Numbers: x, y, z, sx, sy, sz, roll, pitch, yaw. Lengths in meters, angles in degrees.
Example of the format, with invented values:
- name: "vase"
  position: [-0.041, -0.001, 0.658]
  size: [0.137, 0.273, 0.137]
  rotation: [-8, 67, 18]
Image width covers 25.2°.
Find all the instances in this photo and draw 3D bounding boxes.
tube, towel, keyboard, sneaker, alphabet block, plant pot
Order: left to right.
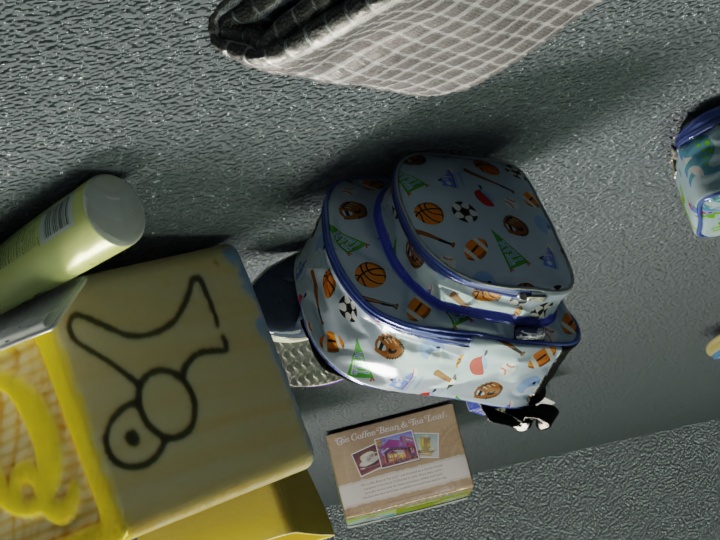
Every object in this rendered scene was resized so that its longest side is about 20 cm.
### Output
- name: "keyboard"
  position: [-0.270, 0.050, 1.115]
  size: [0.199, 0.011, 0.056]
  rotation: [-20, -158, 32]
- name: "tube"
  position: [-0.225, -0.005, 1.095]
  size: [0.200, 0.052, 0.058]
  rotation: [-26, 166, 37]
- name: "alphabet block"
  position: [-0.190, 0.110, 1.236]
  size: [0.196, 0.196, 0.200]
  rotation: [-29, 170, 42]
- name: "plant pot"
  position: [-0.168, 0.266, 1.985]
  size: [0.199, 0.177, 0.200]
  rotation: [-18, 166, 10]
- name: "sneaker"
  position: [0.000, 0.000, 1.322]
  size: [0.199, 0.075, 0.085]
  rotation: [-20, 171, -22]
- name: "sneaker"
  position: [0.001, 0.076, 1.627]
  size: [0.199, 0.070, 0.100]
  rotation: [-15, 169, 3]
- name: "towel"
  position: [0.046, -0.148, 0.738]
  size: [0.199, 0.086, 0.165]
  rotation: [-24, 164, 35]

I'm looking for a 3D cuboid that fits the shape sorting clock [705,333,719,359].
- name: "shape sorting clock"
  position: [0.605, 0.086, 2.372]
  size: [0.199, 0.039, 0.200]
  rotation: [-13, 165, -3]

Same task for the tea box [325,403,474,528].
- name: "tea box"
  position: [0.058, 0.301, 2.457]
  size: [0.199, 0.134, 0.197]
  rotation: [-14, 166, -2]

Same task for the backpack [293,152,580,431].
- name: "backpack"
  position: [0.052, 0.008, 1.176]
  size: [0.190, 0.200, 0.155]
  rotation: [-1, 132, -22]

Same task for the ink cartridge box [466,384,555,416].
- name: "ink cartridge box"
  position: [0.215, 0.177, 2.315]
  size: [0.094, 0.044, 0.200]
  rotation: [-19, 165, 12]

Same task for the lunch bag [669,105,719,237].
- name: "lunch bag"
  position: [0.350, -0.094, 1.285]
  size: [0.199, 0.083, 0.161]
  rotation: [-17, 165, 9]
